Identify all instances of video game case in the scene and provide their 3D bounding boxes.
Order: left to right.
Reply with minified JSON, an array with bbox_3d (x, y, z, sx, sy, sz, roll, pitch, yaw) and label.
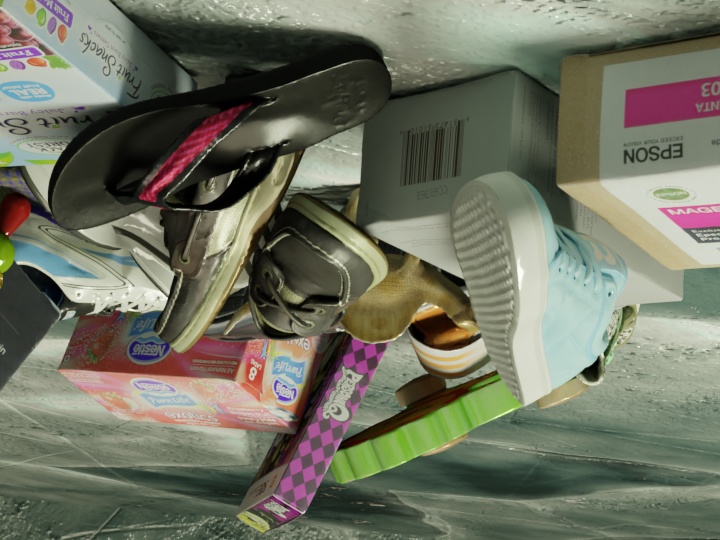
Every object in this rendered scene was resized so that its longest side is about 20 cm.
[{"bbox_3d":[-0.034,0.118,1.283,0.036,0.202,0.181,29,161,-6],"label":"video game case"}]

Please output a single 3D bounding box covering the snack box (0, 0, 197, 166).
[{"bbox_3d":[-0.192,-0.113,0.802,0.140,0.054,0.200,1,164,20],"label":"snack box"}]

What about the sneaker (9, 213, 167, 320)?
[{"bbox_3d":[-0.192,0.009,1.113,0.198,0.074,0.072,14,161,-29],"label":"sneaker"}]

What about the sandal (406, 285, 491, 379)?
[{"bbox_3d":[0.084,0.060,1.258,0.078,0.060,0.207,-15,165,4],"label":"sandal"}]

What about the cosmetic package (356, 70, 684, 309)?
[{"bbox_3d":[0.102,-0.038,0.907,0.112,0.082,0.199,-7,161,38],"label":"cosmetic package"}]

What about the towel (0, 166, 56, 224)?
[{"bbox_3d":[-0.199,-0.044,1.098,0.197,0.023,0.144,3,164,8],"label":"towel"}]

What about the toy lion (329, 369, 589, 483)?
[{"bbox_3d":[0.073,0.120,1.271,0.198,0.069,0.191,-25,178,25],"label":"toy lion"}]

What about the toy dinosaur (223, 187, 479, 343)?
[{"bbox_3d":[0.000,0.000,1.030,0.197,0.103,0.058,1,162,10],"label":"toy dinosaur"}]

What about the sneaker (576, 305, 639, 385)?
[{"bbox_3d":[0.169,0.046,1.151,0.076,0.090,0.200,1,163,17],"label":"sneaker"}]

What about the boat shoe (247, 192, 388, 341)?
[{"bbox_3d":[-0.033,0.009,0.918,0.071,0.066,0.201,37,168,0],"label":"boat shoe"}]

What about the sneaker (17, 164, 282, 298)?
[{"bbox_3d":[-0.121,-0.060,0.975,0.115,0.076,0.200,-33,132,21],"label":"sneaker"}]

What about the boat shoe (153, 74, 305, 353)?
[{"bbox_3d":[-0.088,-0.036,0.915,0.064,0.074,0.201,26,122,-7],"label":"boat shoe"}]

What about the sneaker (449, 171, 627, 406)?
[{"bbox_3d":[0.100,-0.003,0.808,0.081,0.074,0.201,-30,154,-7],"label":"sneaker"}]

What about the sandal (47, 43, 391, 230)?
[{"bbox_3d":[-0.074,-0.063,0.808,0.198,0.046,0.075,-20,150,2],"label":"sandal"}]

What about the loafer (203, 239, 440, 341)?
[{"bbox_3d":[-0.035,0.014,1.100,0.197,0.073,0.063,-9,155,10],"label":"loafer"}]

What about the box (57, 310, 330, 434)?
[{"bbox_3d":[-0.137,0.064,1.246,0.198,0.104,0.095,1,151,36],"label":"box"}]

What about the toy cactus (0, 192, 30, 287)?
[{"bbox_3d":[-0.279,-0.011,0.867,0.101,0.167,0.200,12,170,32],"label":"toy cactus"}]

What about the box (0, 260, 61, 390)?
[{"bbox_3d":[-0.329,0.030,0.951,0.116,0.201,0.198,-7,128,43],"label":"box"}]

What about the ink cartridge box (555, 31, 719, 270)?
[{"bbox_3d":[0.223,-0.062,0.792,0.198,0.076,0.164,-4,162,34],"label":"ink cartridge box"}]
